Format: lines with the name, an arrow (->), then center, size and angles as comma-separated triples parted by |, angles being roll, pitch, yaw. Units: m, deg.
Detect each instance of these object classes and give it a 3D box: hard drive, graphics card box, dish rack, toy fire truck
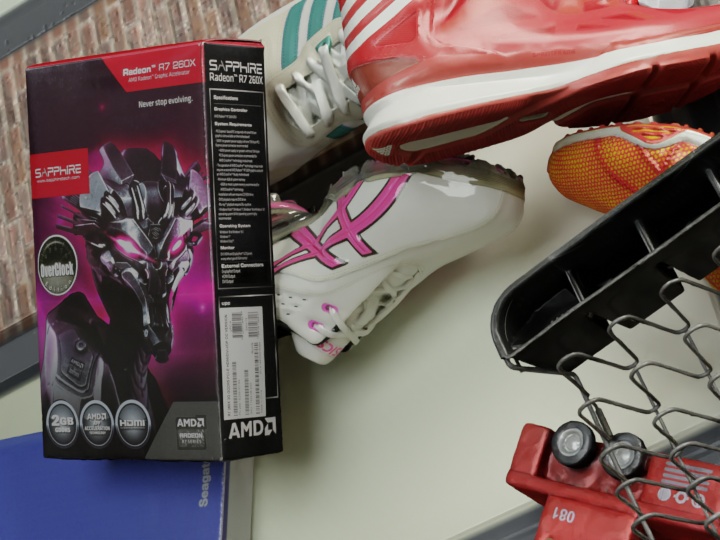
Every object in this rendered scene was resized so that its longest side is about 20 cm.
hard drive -> -0.145, 0.144, 1.080 | 0.199, 0.025, 0.133 | -13, 63, 29
graphics card box -> -0.102, -0.008, 1.024 | 0.125, 0.051, 0.202 | -2, 91, 37
dish rack -> 0.155, 0.056, 0.833 | 0.153, 0.054, 0.201 | -37, 55, 20
toy fire truck -> 0.099, 0.141, 0.904 | 0.199, 0.049, 0.142 | 11, 76, 36

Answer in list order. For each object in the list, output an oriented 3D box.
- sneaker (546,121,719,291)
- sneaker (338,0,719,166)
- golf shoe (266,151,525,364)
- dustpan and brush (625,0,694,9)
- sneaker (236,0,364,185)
sneaker -> 0.160, -0.019, 0.922 | 0.199, 0.073, 0.078 | 18, 90, 40
sneaker -> 0.085, -0.125, 0.953 | 0.199, 0.078, 0.116 | -12, 76, -16
golf shoe -> 0.000, 0.000, 1.022 | 0.199, 0.072, 0.093 | -17, 67, 39
dustpan and brush -> 0.103, -0.202, 1.057 | 0.199, 0.057, 0.141 | 15, 89, 31
sneaker -> -0.005, -0.109, 1.028 | 0.199, 0.071, 0.093 | -37, 10, -2
